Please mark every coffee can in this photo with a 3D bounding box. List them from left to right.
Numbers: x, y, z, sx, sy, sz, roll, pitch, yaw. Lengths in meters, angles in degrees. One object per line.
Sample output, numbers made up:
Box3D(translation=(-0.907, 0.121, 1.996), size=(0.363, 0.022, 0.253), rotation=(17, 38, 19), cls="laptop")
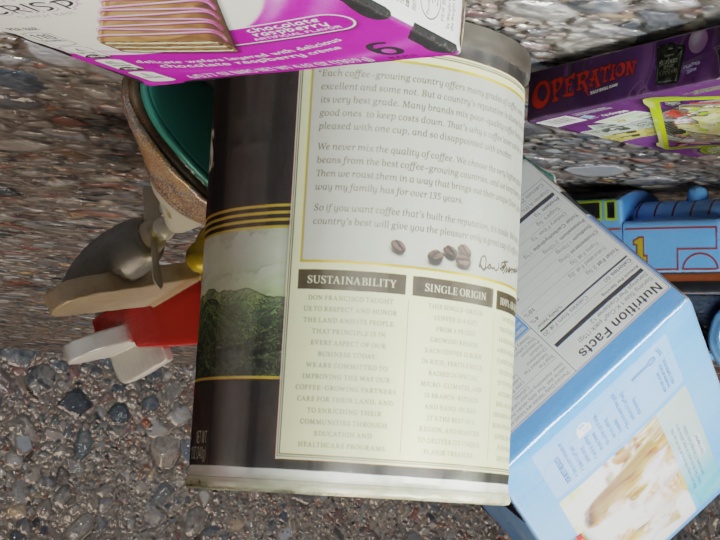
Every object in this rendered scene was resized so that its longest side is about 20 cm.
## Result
Box3D(translation=(0.000, 0.000, 0.733), size=(0.145, 0.202, 0.146), rotation=(3, 172, 0), cls="coffee can")

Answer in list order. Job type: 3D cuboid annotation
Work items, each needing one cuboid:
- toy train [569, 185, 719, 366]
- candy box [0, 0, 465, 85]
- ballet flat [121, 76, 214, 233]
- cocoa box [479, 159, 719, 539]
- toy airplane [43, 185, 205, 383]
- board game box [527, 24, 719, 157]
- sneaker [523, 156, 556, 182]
Box3D(translation=(0.195, 0.005, 1.016), size=(0.198, 0.115, 0.086), rotation=(-1, -176, 33), cls="toy train")
Box3D(translation=(-0.072, -0.109, 0.480), size=(0.135, 0.062, 0.199), rotation=(-1, 171, 33), cls="candy box")
Box3D(translation=(-0.060, -0.034, 0.838), size=(0.067, 0.069, 0.199), rotation=(-26, 136, 35), cls="ballet flat")
Box3D(translation=(0.106, 0.068, 0.878), size=(0.131, 0.133, 0.200), rotation=(44, 173, 37), cls="cocoa box")
Box3D(translation=(-0.094, -0.002, 0.994), size=(0.197, 0.143, 0.200), rotation=(-6, -176, -11), cls="toy airplane")
Box3D(translation=(0.181, -0.081, 0.709), size=(0.119, 0.033, 0.199), rotation=(12, 169, -35), cls="board game box")
Box3D(translation=(0.062, -0.030, 0.969), size=(0.092, 0.071, 0.200), rotation=(9, 169, -4), cls="sneaker")
